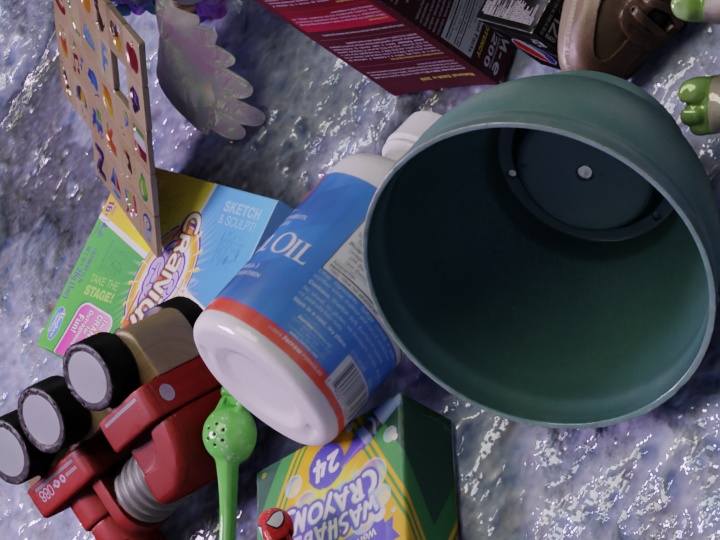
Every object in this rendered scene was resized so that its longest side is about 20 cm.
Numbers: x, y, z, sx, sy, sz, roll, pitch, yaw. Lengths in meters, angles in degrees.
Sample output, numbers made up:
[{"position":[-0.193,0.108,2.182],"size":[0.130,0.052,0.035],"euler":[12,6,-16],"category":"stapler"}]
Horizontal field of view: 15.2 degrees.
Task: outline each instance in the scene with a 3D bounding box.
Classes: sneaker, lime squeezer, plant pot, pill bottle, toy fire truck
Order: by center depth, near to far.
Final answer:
[{"position":[0.115,-0.031,1.521],"size":[0.200,0.200,0.134],"euler":[-29,20,34],"category":"plant pot"},{"position":[0.191,-0.190,1.620],"size":[0.075,0.070,0.200],"euler":[30,90,53],"category":"sneaker"},{"position":[0.000,0.000,1.650],"size":[0.200,0.112,0.112],"euler":[-49,32,-21],"category":"pill bottle"},{"position":[-0.061,0.091,1.698],"size":[0.038,0.071,0.200],"euler":[-7,52,47],"category":"lime squeezer"},{"position":[-0.141,0.148,1.742],"size":[0.176,0.129,0.200],"euler":[-40,80,44],"category":"toy fire truck"}]

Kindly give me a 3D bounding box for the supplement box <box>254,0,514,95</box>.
[{"position":[-0.002,-0.185,1.732],"size":[0.109,0.200,0.061],"euler":[-1,63,49],"category":"supplement box"}]

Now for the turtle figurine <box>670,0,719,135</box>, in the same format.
[{"position":[0.218,-0.102,1.455],"size":[0.200,0.144,0.194],"euler":[-43,25,-11],"category":"turtle figurine"}]

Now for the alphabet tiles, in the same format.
[{"position":[-0.180,-0.127,1.898],"size":[0.200,0.008,0.168],"euler":[-129,30,-52],"category":"alphabet tiles"}]

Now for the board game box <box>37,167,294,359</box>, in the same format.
[{"position":[-0.130,0.011,1.879],"size":[0.200,0.040,0.153],"euler":[15,78,53],"category":"board game box"}]

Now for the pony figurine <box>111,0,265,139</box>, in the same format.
[{"position":[-0.126,-0.214,1.936],"size":[0.193,0.200,0.167],"euler":[37,88,38],"category":"pony figurine"}]

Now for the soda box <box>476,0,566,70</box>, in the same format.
[{"position":[0.155,-0.224,1.683],"size":[0.063,0.071,0.200],"euler":[24,85,52],"category":"soda box"}]

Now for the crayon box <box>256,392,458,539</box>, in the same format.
[{"position":[-0.001,0.188,1.600],"size":[0.126,0.052,0.200],"euler":[-31,45,33],"category":"crayon box"}]

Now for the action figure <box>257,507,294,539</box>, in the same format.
[{"position":[-0.034,0.214,1.540],"size":[0.065,0.052,0.200],"euler":[-44,37,26],"category":"action figure"}]
